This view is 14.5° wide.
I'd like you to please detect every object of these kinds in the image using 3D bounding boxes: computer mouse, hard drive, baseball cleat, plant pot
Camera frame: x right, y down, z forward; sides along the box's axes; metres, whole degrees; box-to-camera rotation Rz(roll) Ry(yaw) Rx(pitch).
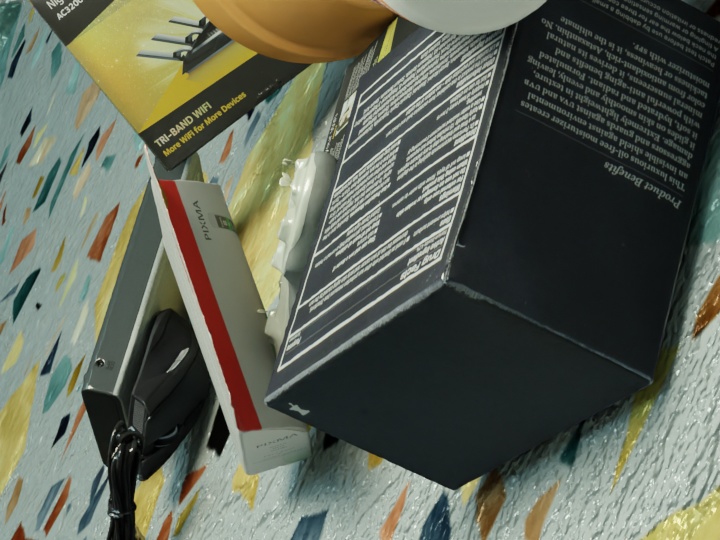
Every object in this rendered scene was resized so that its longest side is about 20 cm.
[{"bbox_3d":[-0.137,0.125,1.953,0.200,0.046,0.141,-74,-8,-61],"label":"computer mouse"},{"bbox_3d":[-0.152,0.028,2.046,0.140,0.033,0.201,84,-160,-63],"label":"hard drive"},{"bbox_3d":[0.000,0.000,1.559,0.200,0.106,0.070,99,-176,-65],"label":"baseball cleat"},{"bbox_3d":[-0.011,-0.230,1.781,0.201,0.199,0.140,-67,20,-4],"label":"plant pot"}]

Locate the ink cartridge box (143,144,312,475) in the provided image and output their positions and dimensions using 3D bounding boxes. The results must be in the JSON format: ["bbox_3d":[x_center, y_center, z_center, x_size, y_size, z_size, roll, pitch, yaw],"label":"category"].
[{"bbox_3d":[-0.075,0.021,1.634,0.200,0.050,0.162,96,154,-74],"label":"ink cartridge box"}]

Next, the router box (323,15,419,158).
[{"bbox_3d":[0.022,-0.063,1.696,0.157,0.052,0.201,-39,32,58],"label":"router box"}]

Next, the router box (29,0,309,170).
[{"bbox_3d":[-0.103,-0.192,1.956,0.200,0.157,0.052,-37,14,13],"label":"router box"}]

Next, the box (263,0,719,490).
[{"bbox_3d":[0.066,-0.023,1.379,0.200,0.123,0.199,-35,33,58],"label":"box"}]

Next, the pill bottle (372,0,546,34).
[{"bbox_3d":[0.026,-0.177,1.325,0.110,0.109,0.200,-64,18,6],"label":"pill bottle"}]
